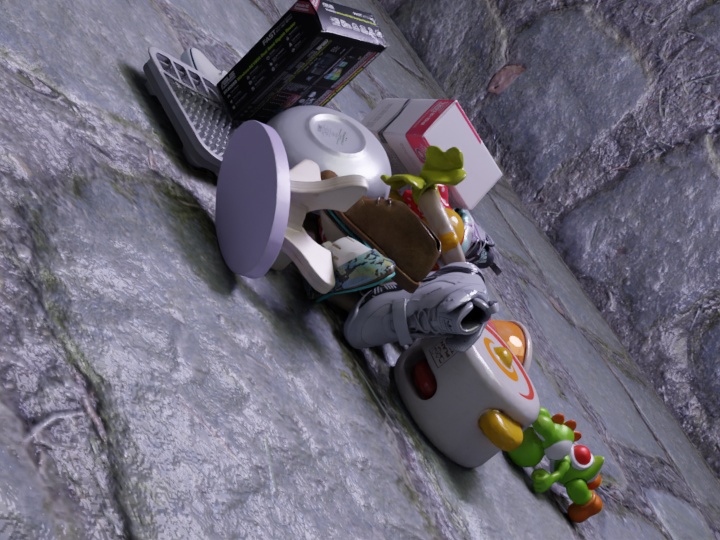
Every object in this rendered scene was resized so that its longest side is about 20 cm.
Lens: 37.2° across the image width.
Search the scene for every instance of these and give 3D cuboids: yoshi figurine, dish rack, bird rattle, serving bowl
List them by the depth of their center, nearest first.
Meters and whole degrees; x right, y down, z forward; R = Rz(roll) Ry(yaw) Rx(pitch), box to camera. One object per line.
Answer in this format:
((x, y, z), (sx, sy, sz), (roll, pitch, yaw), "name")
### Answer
((-0.209, -0.193, 1.418), (0.202, 0.043, 0.171), (58, 17, 25), "dish rack")
((-0.042, -0.161, 1.450), (0.197, 0.066, 0.202), (16, 39, -14), "serving bowl")
((0.096, -0.068, 1.453), (0.201, 0.111, 0.165), (82, -11, -64), "bird rattle")
((0.288, 0.291, 1.624), (0.112, 0.112, 0.201), (15, -33, 55), "yoshi figurine")

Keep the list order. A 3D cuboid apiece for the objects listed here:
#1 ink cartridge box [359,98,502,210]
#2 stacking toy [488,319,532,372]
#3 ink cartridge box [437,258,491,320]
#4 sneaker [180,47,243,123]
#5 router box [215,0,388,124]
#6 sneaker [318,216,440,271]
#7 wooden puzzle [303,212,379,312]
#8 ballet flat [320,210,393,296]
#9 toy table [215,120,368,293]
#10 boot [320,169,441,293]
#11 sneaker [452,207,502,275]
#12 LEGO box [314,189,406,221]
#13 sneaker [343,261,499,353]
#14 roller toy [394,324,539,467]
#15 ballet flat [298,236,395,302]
((0.099, -0.180, 1.623), (0.146, 0.084, 0.199), (53, -18, -27), "ink cartridge box")
((0.140, 0.107, 1.563), (0.198, 0.147, 0.147), (29, 23, -24), "stacking toy")
((0.109, 0.006, 1.677), (0.145, 0.083, 0.202), (39, 21, -39), "ink cartridge box")
((-0.185, -0.257, 1.571), (0.201, 0.071, 0.073), (52, 16, 5), "sneaker")
((-0.080, -0.281, 1.465), (0.149, 0.199, 0.063), (-1, 59, -53), "router box")
((0.032, -0.033, 1.468), (0.198, 0.073, 0.078), (29, 22, -24), "sneaker")
((0.000, 0.000, 1.496), (0.183, 0.037, 0.201), (31, 24, -19), "wooden puzzle")
((0.007, -0.004, 1.394), (0.199, 0.069, 0.070), (38, 19, -24), "ballet flat")
((-0.089, -0.072, 1.257), (0.116, 0.183, 0.204), (19, 59, -35), "toy table")
((0.022, -0.067, 1.325), (0.200, 0.076, 0.073), (46, 14, 20), "boot")
((0.171, -0.035, 1.642), (0.140, 0.077, 0.201), (45, 18, -18), "sneaker")
((-0.024, -0.126, 1.608), (0.147, 0.078, 0.201), (25, 18, -36), "LEGO box")
((0.078, 0.059, 1.343), (0.115, 0.197, 0.076), (-124, -167, -65), "sneaker")
((0.146, 0.153, 1.426), (0.183, 0.139, 0.200), (49, 17, 2), "roller toy")
((-0.025, -0.005, 1.294), (0.074, 0.075, 0.199), (45, -26, -14), "ballet flat")
